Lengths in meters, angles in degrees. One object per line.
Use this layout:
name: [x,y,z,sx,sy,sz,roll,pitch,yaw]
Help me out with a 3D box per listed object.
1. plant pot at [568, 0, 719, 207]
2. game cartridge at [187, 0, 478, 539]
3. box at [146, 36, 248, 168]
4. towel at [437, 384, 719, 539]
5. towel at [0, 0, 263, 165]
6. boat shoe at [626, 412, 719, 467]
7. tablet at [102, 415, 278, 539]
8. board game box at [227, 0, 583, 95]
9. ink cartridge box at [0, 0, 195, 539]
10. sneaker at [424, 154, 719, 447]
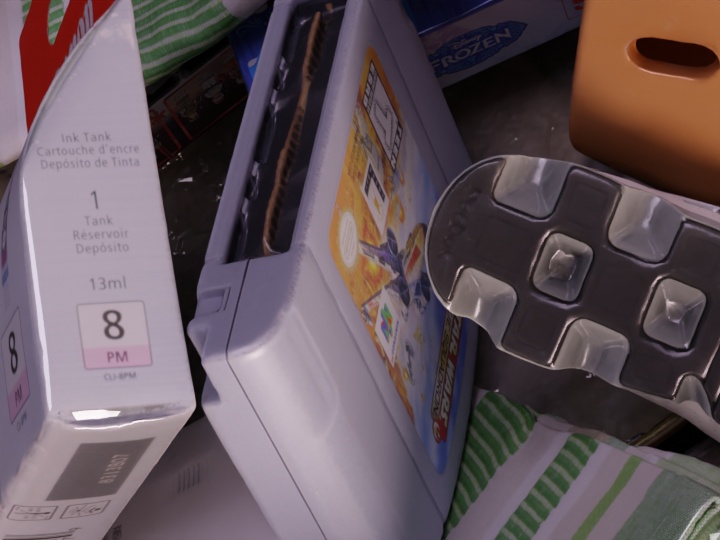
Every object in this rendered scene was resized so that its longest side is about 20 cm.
plant pot: [0.144,-0.090,0.691,0.139,0.200,0.201,11,67,9]
game cartridge: [0.000,0.000,0.707,0.041,0.133,0.201,-13,41,22]
box: [-0.059,-0.140,0.897,0.200,0.040,0.137,-39,60,-3]
towel: [0.029,0.107,0.674,0.153,0.023,0.200,-51,17,-7]
towel: [-0.110,-0.128,0.833,0.199,0.023,0.153,-24,64,30]
boat shoe: [0.086,0.090,0.711,0.200,0.068,0.072,-45,60,-6]
tablet: [-0.086,0.126,0.727,0.200,0.014,0.131,-30,52,42]
board game box: [0.026,-0.168,0.836,0.199,0.041,0.200,-24,61,4]
ink cartridge box: [-0.103,-0.019,0.697,0.057,0.163,0.201,-6,69,-22]
sneaker: [0.119,0.020,0.659,0.199,0.088,0.074,29,99,9]
